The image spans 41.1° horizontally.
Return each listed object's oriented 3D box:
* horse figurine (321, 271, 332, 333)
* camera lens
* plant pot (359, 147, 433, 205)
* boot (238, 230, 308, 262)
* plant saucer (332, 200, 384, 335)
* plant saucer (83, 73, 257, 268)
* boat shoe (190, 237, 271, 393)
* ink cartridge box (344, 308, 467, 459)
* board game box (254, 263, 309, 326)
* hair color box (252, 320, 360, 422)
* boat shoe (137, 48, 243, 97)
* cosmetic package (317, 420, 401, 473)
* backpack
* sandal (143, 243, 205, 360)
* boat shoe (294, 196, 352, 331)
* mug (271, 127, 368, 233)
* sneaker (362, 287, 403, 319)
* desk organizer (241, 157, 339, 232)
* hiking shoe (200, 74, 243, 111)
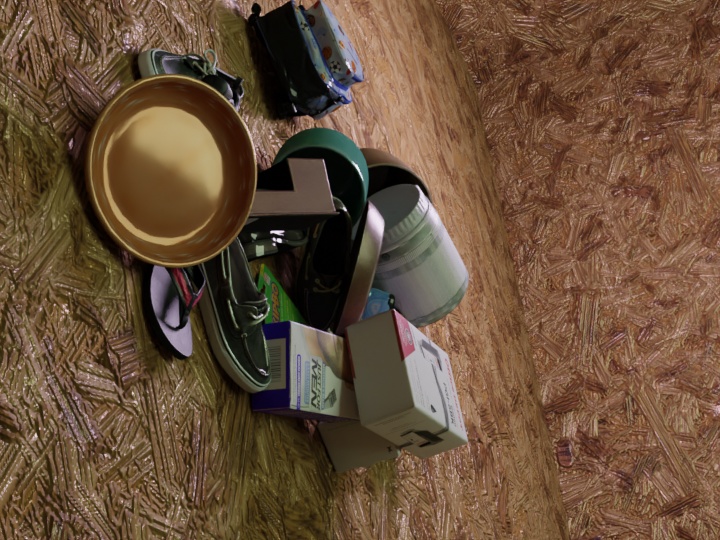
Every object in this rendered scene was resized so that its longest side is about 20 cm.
[{"bbox_3d":[-0.046,0.011,1.538,0.201,0.049,0.134,-73,149,-57],"label":"horse figurine"},{"bbox_3d":[0.078,-0.019,1.589,0.201,0.158,0.161,59,22,-28],"label":"camera lens"},{"bbox_3d":[0.022,-0.142,1.720,0.201,0.184,0.188,-106,170,-60],"label":"plant pot"},{"bbox_3d":[-0.144,-0.106,1.305,0.200,0.068,0.177,-20,93,-71],"label":"boot"},{"bbox_3d":[0.000,0.000,1.399,0.200,0.034,0.204,-166,-90,-86],"label":"plant saucer"},{"bbox_3d":[-0.202,-0.105,1.023,0.198,0.037,0.204,-2,93,-38],"label":"plant saucer"},{"bbox_3d":[-0.145,0.048,1.140,0.203,0.070,0.072,67,25,-8],"label":"boat shoe"},{"bbox_3d":[0.067,0.162,1.339,0.200,0.082,0.149,40,33,-55],"label":"ink cartridge box"},{"bbox_3d":[-0.101,0.089,1.320,0.096,0.030,0.201,-87,157,-44],"label":"board game box"},{"bbox_3d":[-0.065,0.138,1.268,0.199,0.064,0.111,25,61,-62],"label":"hair color box"},{"bbox_3d":[-0.210,-0.242,1.227,0.199,0.067,0.075,20,54,-69],"label":"boat shoe"},{"bbox_3d":[0.017,0.211,1.444,0.200,0.106,0.086,-56,125,-70],"label":"cosmetic package"},{"bbox_3d":[-0.082,-0.351,1.622,0.190,0.152,0.203,34,37,-79],"label":"backpack"},{"bbox_3d":[-0.201,-0.001,1.061,0.075,0.044,0.203,47,31,-55],"label":"sandal"},{"bbox_3d":[-0.053,-0.002,1.388,0.061,0.070,0.205,-137,-128,-71],"label":"boat shoe"},{"bbox_3d":[-0.066,-0.123,1.457,0.115,0.150,0.187,-82,-171,-62],"label":"mug"},{"bbox_3d":[0.029,0.100,1.557,0.201,0.088,0.079,82,15,-55],"label":"sneaker"},{"bbox_3d":[-0.126,-0.095,1.210,0.198,0.071,0.078,-5,79,-48],"label":"desk organizer"},{"bbox_3d":[-0.197,-0.182,1.123,0.200,0.075,0.102,-54,167,-68],"label":"hiking shoe"}]
